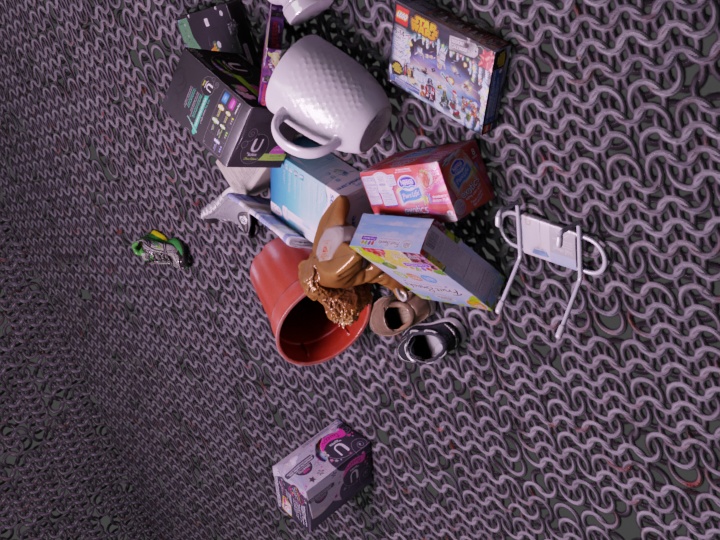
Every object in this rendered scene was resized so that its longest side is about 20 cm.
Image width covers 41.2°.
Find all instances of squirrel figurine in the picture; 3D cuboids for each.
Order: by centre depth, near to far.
[{"bbox_3d":[0.000,0.000,1.682,0.200,0.186,0.142,-49,42,26],"label":"squirrel figurine"}]

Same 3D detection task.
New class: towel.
[{"bbox_3d":[-0.153,-0.094,1.864,0.200,0.146,0.024,36,107,34],"label":"towel"}]

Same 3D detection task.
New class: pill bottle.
[{"bbox_3d":[-0.126,-0.501,1.531,0.201,0.112,0.112,61,147,0],"label":"pill bottle"}]

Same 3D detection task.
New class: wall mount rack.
[{"bbox_3d":[0.265,-0.005,1.425,0.199,0.074,0.175,24,133,43],"label":"wall mount rack"}]

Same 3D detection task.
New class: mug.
[{"bbox_3d":[-0.058,-0.259,1.551,0.175,0.200,0.148,36,153,15],"label":"mug"}]

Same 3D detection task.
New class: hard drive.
[{"bbox_3d":[-0.274,-0.437,1.845,0.199,0.038,0.141,4,118,51],"label":"hard drive"}]

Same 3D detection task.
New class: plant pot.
[{"bbox_3d":[-0.112,0.044,1.854,0.195,0.199,0.202,51,149,42],"label":"plant pot"}]

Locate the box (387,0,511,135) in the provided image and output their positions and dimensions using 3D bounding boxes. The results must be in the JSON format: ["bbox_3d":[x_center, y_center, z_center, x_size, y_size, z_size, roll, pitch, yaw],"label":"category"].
[{"bbox_3d":[0.126,-0.305,1.413,0.200,0.040,0.138,36,139,32],"label":"box"}]

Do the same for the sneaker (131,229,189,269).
[{"bbox_3d":[-0.500,-0.038,2.407,0.199,0.085,0.079,19,129,44],"label":"sneaker"}]

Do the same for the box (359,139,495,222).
[{"bbox_3d":[0.104,-0.136,1.520,0.199,0.095,0.100,-1,116,54],"label":"box"}]

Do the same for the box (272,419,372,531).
[{"bbox_3d":[-0.079,0.449,2.115,0.114,0.199,0.133,27,135,36],"label":"box"}]

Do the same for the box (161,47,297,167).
[{"bbox_3d":[-0.224,-0.286,1.695,0.200,0.148,0.125,42,118,26],"label":"box"}]

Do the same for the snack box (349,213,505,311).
[{"bbox_3d":[0.109,-0.014,1.541,0.199,0.068,0.168,33,164,-37],"label":"snack box"}]

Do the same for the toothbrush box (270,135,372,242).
[{"bbox_3d":[-0.073,-0.134,1.766,0.199,0.085,0.147,35,138,34],"label":"toothbrush box"}]

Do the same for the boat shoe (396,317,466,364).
[{"bbox_3d":[0.113,0.134,1.747,0.076,0.060,0.200,57,147,3],"label":"boat shoe"}]

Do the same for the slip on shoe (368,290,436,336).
[{"bbox_3d":[0.063,0.085,1.775,0.200,0.060,0.077,-21,98,56],"label":"slip on shoe"}]

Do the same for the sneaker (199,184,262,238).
[{"bbox_3d":[-0.271,-0.111,2.060,0.116,0.075,0.200,57,146,-1],"label":"sneaker"}]

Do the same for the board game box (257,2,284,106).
[{"bbox_3d":[-0.147,-0.387,1.609,0.121,0.032,0.201,102,171,-49],"label":"board game box"}]

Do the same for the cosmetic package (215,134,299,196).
[{"bbox_3d":[-0.202,-0.230,1.875,0.104,0.073,0.200,57,147,5],"label":"cosmetic package"}]
